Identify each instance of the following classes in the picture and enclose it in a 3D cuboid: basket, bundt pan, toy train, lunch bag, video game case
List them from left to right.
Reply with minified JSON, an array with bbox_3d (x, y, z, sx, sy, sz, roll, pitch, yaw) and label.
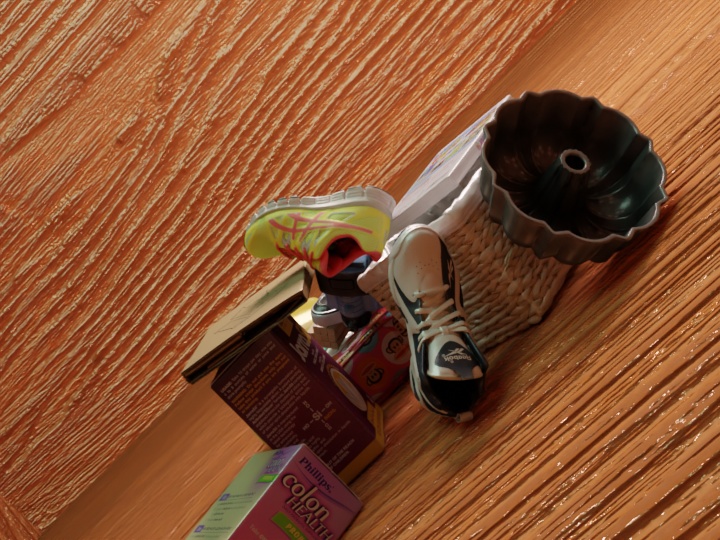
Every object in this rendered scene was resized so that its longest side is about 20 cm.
[{"bbox_3d":[-0.011,-0.003,1.280,0.201,0.085,0.116,80,-162,-56],"label":"toy train"},{"bbox_3d":[0.024,0.107,1.371,0.200,0.082,0.176,-45,7,10],"label":"lunch bag"},{"bbox_3d":[0.103,-0.122,1.191,0.143,0.018,0.201,-38,11,45],"label":"video game case"},{"bbox_3d":[0.138,-0.027,1.164,0.198,0.161,0.201,-36,12,49],"label":"basket"},{"bbox_3d":[0.212,-0.088,1.033,0.203,0.200,0.076,-50,-15,-34],"label":"bundt pan"}]

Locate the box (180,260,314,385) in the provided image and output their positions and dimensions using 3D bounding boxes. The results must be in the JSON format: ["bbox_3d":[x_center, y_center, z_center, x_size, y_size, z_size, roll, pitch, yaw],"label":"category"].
[{"bbox_3d":[-0.124,0.053,1.167,0.162,0.021,0.200,-36,8,6],"label":"box"}]

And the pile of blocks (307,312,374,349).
[{"bbox_3d":[-0.009,0.042,1.483,0.081,0.063,0.198,21,40,41],"label":"pile of blocks"}]

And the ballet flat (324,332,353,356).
[{"bbox_3d":[0.013,0.091,1.554,0.201,0.069,0.069,-51,10,-34],"label":"ballet flat"}]

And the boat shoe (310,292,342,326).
[{"bbox_3d":[0.002,0.001,1.416,0.198,0.069,0.073,-35,32,-21],"label":"boat shoe"}]

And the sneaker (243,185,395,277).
[{"bbox_3d":[-0.054,-0.034,1.151,0.197,0.078,0.092,-12,64,29],"label":"sneaker"}]

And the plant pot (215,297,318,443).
[{"bbox_3d":[-0.120,0.145,1.605,0.187,0.203,0.200,-32,3,-19],"label":"plant pot"}]

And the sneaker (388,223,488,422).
[{"bbox_3d":[0.084,0.060,1.001,0.078,0.204,0.130,-6,13,-14],"label":"sneaker"}]

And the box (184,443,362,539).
[{"bbox_3d":[-0.118,0.301,1.082,0.201,0.097,0.175,-50,9,-26],"label":"box"}]

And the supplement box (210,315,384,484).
[{"bbox_3d":[-0.071,0.154,1.197,0.103,0.200,0.131,-43,9,9],"label":"supplement box"}]
